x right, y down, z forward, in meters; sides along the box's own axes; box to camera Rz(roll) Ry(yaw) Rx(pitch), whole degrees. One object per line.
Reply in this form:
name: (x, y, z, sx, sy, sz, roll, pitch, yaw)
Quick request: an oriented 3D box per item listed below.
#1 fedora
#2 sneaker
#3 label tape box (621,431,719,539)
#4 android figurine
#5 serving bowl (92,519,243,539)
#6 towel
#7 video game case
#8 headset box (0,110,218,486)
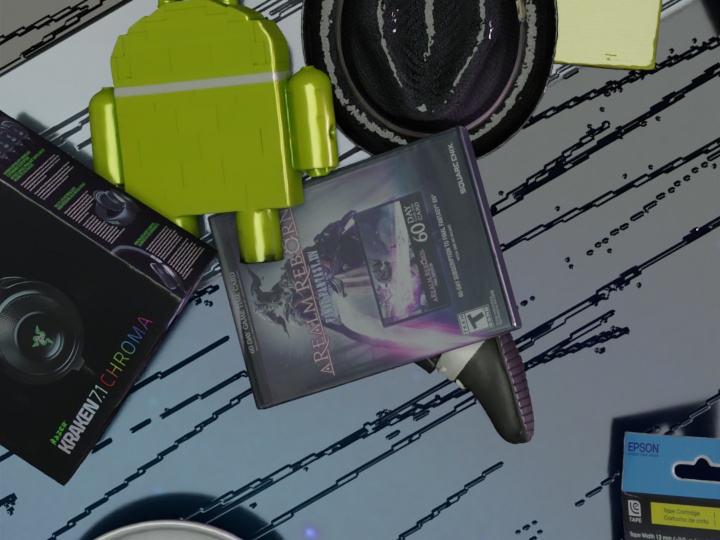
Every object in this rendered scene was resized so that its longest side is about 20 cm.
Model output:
fedora: (0.046, -0.169, 1.500, 0.200, 0.092, 0.201, 0, 93, 3)
sneaker: (0.053, 0.039, 1.530, 0.088, 0.074, 0.200, -27, 83, 9)
label tape box: (0.254, 0.210, 1.500, 0.066, 0.143, 0.200, -4, 92, -45)
android figurine: (-0.105, -0.102, 1.510, 0.182, 0.041, 0.200, -6, 93, 19)
serving bowl: (-0.132, 0.269, 1.539, 0.200, 0.066, 0.200, 0, 93, 1)
towel: (0.174, -0.243, 1.541, 0.086, 0.018, 0.200, 5, 94, 5)
video game case: (0.000, 0.000, 1.503, 0.200, 0.019, 0.143, -19, 80, 21)
headset box: (-0.230, 0.013, 1.488, 0.200, 0.093, 0.174, 34, 114, -2)
